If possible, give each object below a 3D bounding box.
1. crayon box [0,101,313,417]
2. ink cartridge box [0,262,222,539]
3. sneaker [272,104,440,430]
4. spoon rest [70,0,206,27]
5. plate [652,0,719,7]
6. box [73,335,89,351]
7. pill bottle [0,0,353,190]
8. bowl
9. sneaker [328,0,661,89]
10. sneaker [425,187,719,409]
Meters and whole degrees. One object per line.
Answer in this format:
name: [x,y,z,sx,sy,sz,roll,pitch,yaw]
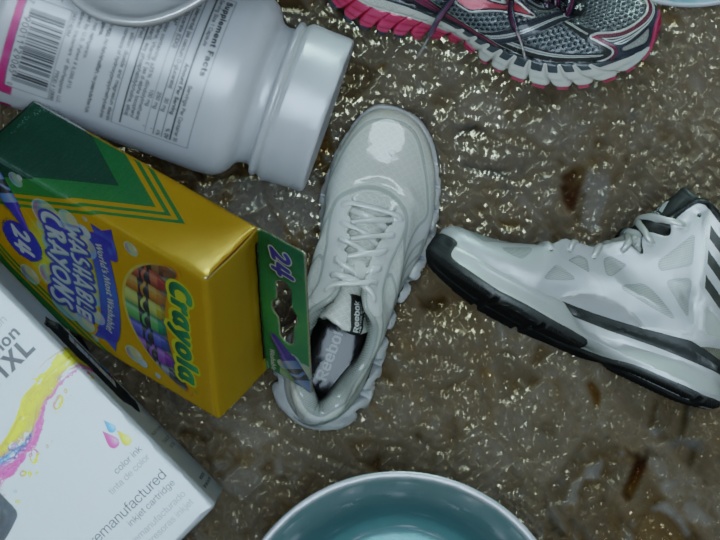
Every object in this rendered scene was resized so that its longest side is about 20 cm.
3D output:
crayon box: [-0.122,0.001,1.633,0.200,0.126,0.052,28,55,24]
ink cartridge box: [-0.201,0.110,1.648,0.146,0.083,0.200,-45,91,1]
sneaker: [0.000,0.000,1.691,0.075,0.081,0.200,14,90,2]
spoon rest: [-0.073,-0.187,1.602,0.199,0.061,0.100,-7,66,-5]
plate: [0.197,-0.257,1.693,0.200,0.026,0.201,-1,104,-5]
box: [-0.216,0.169,1.715,0.200,0.050,0.199,-25,92,1]
pill bottle: [-0.112,-0.123,1.671,0.200,0.113,0.114,20,92,0]
bowl: [0.023,0.213,1.684,0.200,0.105,0.201,0,92,1]
sneaker: [0.079,-0.165,1.671,0.200,0.081,0.075,14,135,-1]
sneaker: [0.144,-0.007,1.701,0.200,0.076,0.116,25,83,-8]
